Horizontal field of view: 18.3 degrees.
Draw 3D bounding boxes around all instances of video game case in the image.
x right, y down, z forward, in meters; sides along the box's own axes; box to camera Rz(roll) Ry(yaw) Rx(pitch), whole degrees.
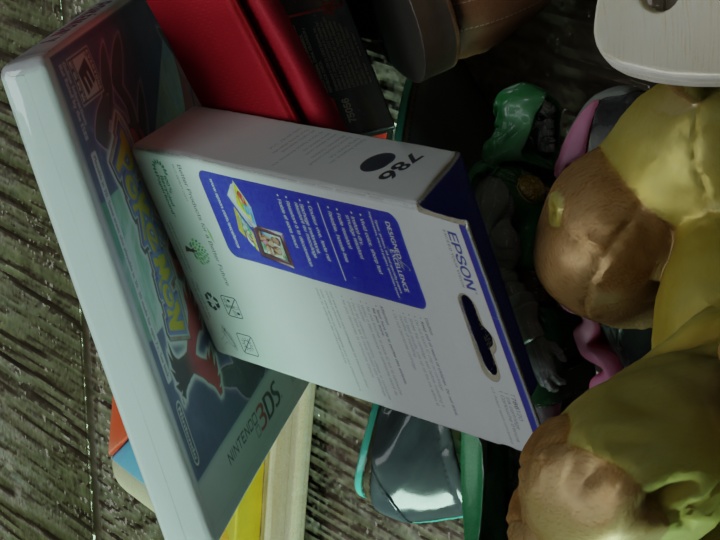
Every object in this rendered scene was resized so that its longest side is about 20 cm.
[{"bbox_3d":[-0.076,-0.011,0.908,0.023,0.182,0.201,-14,105,15],"label":"video game case"}]

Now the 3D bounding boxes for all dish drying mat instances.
[{"bbox_3d":[-0.049,-0.084,0.846,0.077,0.018,0.200,-2,121,56],"label":"dish drying mat"}]

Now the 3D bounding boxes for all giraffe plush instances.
[{"bbox_3d":[0.119,0.004,0.711,0.173,0.199,0.163,85,163,-64],"label":"giraffe plush"}]

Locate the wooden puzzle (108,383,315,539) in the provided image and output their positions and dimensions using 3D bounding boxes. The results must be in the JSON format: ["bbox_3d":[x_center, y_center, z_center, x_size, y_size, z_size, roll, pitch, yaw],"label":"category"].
[{"bbox_3d":[-0.085,0.064,1.163,0.185,0.037,0.201,28,124,50],"label":"wooden puzzle"}]

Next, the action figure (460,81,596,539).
[{"bbox_3d":[0.069,0.028,0.856,0.055,0.118,0.201,-2,99,34],"label":"action figure"}]

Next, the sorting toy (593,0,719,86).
[{"bbox_3d":[0.133,-0.133,0.627,0.180,0.107,0.201,-11,97,31],"label":"sorting toy"}]

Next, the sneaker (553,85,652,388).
[{"bbox_3d":[0.128,0.029,0.811,0.095,0.079,0.201,-7,96,35],"label":"sneaker"}]

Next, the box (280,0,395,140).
[{"bbox_3d":[-0.038,-0.103,0.969,0.137,0.040,0.201,99,154,-61],"label":"box"}]

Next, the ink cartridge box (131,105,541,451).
[{"bbox_3d":[0.000,0.000,0.808,0.200,0.039,0.100,17,134,50],"label":"ink cartridge box"}]

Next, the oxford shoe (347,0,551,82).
[{"bbox_3d":[0.023,-0.134,0.908,0.200,0.071,0.072,-126,18,-56],"label":"oxford shoe"}]

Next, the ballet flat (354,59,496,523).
[{"bbox_3d":[0.045,0.011,0.924,0.073,0.073,0.201,21,108,52],"label":"ballet flat"}]
